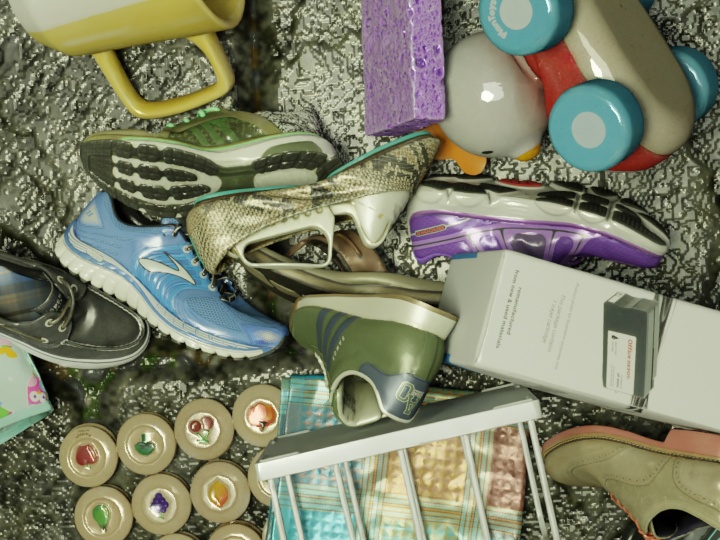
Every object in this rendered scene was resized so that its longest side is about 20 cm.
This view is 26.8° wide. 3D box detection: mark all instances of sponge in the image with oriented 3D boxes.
[{"bbox_3d":[0.029,-0.205,1.132,0.030,0.112,0.201,-2,90,-18],"label":"sponge"}]

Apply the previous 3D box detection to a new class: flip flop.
[{"bbox_3d":[0.000,0.000,1.161,0.199,0.081,0.058,9,74,7],"label":"flip flop"}]

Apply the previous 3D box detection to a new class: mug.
[{"bbox_3d":[-0.183,-0.217,1.150,0.153,0.149,0.187,-16,82,16],"label":"mug"}]

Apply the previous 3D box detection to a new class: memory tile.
[{"bbox_3d":[-0.136,0.182,1.209,0.199,0.017,0.154,-14,89,8],"label":"memory tile"}]

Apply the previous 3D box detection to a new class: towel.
[{"bbox_3d":[0.029,0.160,1.172,0.199,0.022,0.147,5,90,4],"label":"towel"}]

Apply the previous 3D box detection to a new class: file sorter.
[{"bbox_3d":[0.039,0.167,1.095,0.199,0.139,0.125,-13,91,1],"label":"file sorter"}]

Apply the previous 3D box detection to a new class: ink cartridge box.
[{"bbox_3d":[0.164,0.051,1.064,0.200,0.145,0.084,16,86,-11],"label":"ink cartridge box"}]

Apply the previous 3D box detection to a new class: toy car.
[{"bbox_3d":[0.127,-0.126,1.114,0.200,0.184,0.177,-33,87,36],"label":"toy car"}]

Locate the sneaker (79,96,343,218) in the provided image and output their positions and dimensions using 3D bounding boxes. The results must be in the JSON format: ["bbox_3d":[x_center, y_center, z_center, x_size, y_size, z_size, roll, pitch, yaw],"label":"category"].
[{"bbox_3d":[-0.115,-0.095,1.165,0.199,0.089,0.077,2,135,-10],"label":"sneaker"}]

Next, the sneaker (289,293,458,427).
[{"bbox_3d":[-0.006,0.068,1.098,0.067,0.200,0.090,22,78,-26],"label":"sneaker"}]

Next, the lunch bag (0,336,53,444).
[{"bbox_3d":[-0.361,0.082,1.190,0.200,0.122,0.171,-27,82,-4],"label":"lunch bag"}]

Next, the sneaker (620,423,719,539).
[{"bbox_3d":[0.262,0.160,1.134,0.079,0.075,0.200,22,94,-14],"label":"sneaker"}]

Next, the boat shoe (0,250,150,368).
[{"bbox_3d":[-0.251,0.022,1.159,0.200,0.066,0.070,24,70,-19],"label":"boat shoe"}]

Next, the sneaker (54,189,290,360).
[{"bbox_3d":[-0.139,0.001,1.176,0.200,0.079,0.089,31,97,7],"label":"sneaker"}]

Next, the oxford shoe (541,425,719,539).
[{"bbox_3d":[0.199,0.154,1.081,0.070,0.200,0.075,21,74,-30],"label":"oxford shoe"}]

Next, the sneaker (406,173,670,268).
[{"bbox_3d":[0.134,-0.024,1.149,0.199,0.081,0.084,8,109,15],"label":"sneaker"}]

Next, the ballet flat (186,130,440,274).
[{"bbox_3d":[-0.027,-0.040,1.117,0.200,0.068,0.075,-17,73,-6],"label":"ballet flat"}]
